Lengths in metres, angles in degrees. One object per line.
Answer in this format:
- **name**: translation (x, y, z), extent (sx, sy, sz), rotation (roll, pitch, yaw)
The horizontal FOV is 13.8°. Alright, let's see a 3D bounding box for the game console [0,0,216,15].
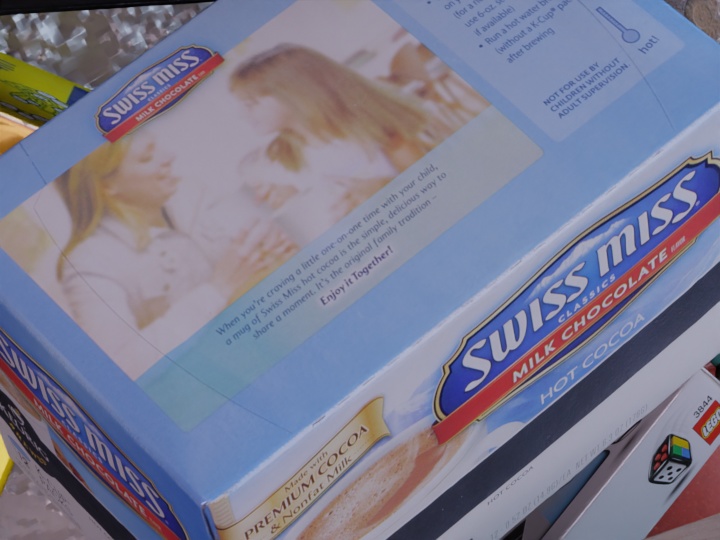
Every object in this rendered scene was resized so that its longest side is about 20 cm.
- **game console**: translation (-0.095, -0.173, 0.915), extent (0.200, 0.176, 0.117), rotation (-4, 130, 0)

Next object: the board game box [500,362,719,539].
- **board game box**: translation (0.016, 0.089, 0.947), extent (0.200, 0.126, 0.035), rotation (-51, 131, -4)

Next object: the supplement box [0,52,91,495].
- **supplement box**: translation (-0.156, 0.027, 0.954), extent (0.109, 0.109, 0.200), rotation (23, 100, -6)

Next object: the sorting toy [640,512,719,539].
- **sorting toy**: translation (0.055, 0.181, 0.858), extent (0.198, 0.070, 0.200), rotation (-19, 135, 1)

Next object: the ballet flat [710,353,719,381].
- **ballet flat**: translation (0.197, -0.022, 0.956), extent (0.069, 0.069, 0.200), rotation (43, 80, -9)

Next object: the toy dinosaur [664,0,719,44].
- **toy dinosaur**: translation (0.129, -0.060, 0.965), extent (0.135, 0.086, 0.200), rotation (-22, 126, -35)

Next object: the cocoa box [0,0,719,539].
- **cocoa box**: translation (0.000, 0.000, 0.850), extent (0.200, 0.131, 0.133), rotation (-38, 60, -17)

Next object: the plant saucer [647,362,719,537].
- **plant saucer**: translation (0.143, 0.119, 1.019), extent (0.200, 0.037, 0.200), rotation (-23, 101, 2)
